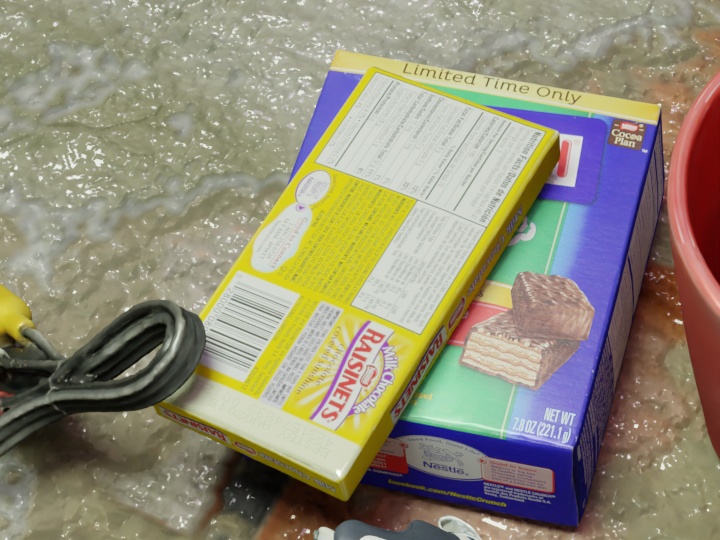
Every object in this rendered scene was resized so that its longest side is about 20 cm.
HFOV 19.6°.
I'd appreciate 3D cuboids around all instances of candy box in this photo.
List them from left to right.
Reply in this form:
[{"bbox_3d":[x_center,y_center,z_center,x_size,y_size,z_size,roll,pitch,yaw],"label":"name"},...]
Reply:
[{"bbox_3d":[0.000,0.000,0.935,0.102,0.026,0.200,23,63,21],"label":"candy box"},{"bbox_3d":[0.044,0.003,0.990,0.169,0.077,0.200,10,56,13],"label":"candy box"}]

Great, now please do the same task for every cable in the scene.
[{"bbox_3d":[-0.150,0.048,0.939,0.200,0.050,0.097,-5,53,55],"label":"cable"}]

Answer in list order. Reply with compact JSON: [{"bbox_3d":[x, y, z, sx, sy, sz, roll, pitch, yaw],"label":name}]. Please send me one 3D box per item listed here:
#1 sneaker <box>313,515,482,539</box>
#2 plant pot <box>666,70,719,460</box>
[{"bbox_3d":[-0.005,0.173,0.878,0.199,0.080,0.130,-33,59,-17],"label":"sneaker"},{"bbox_3d":[0.227,0.017,0.907,0.200,0.178,0.201,-2,55,3],"label":"plant pot"}]
